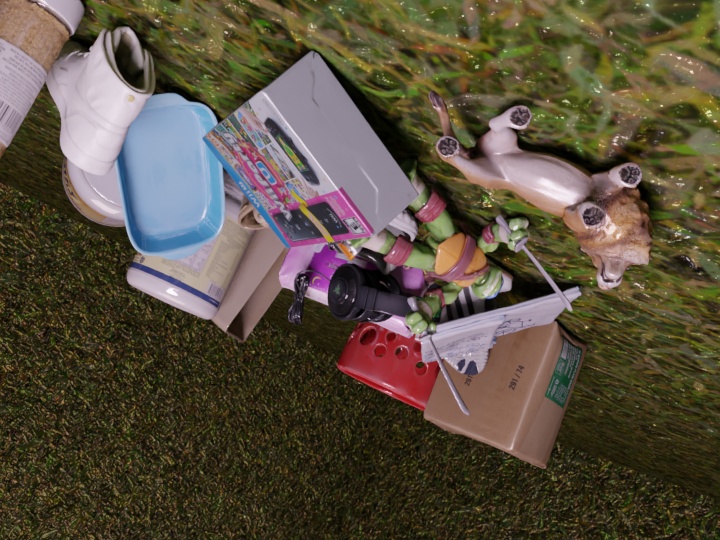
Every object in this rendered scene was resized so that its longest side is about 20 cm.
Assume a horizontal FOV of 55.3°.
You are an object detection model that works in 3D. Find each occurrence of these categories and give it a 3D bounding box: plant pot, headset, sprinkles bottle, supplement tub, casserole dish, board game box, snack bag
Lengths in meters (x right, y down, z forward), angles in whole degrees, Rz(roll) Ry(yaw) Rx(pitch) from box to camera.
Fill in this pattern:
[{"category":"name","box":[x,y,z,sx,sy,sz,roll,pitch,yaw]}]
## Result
[{"category":"plant pot","box":[0.080,0.128,1.190,0.198,0.185,0.201,22,169,4]},{"category":"headset","box":[0.001,0.043,0.833,0.198,0.095,0.123,14,-179,27]},{"category":"sprinkles bottle","box":[-0.324,-0.171,0.615,0.067,0.202,0.068,22,169,5]},{"category":"supplement tub","box":[-0.310,-0.135,0.897,0.143,0.146,0.199,28,168,-23]},{"category":"supplement tub","box":[-0.243,-0.045,1.025,0.143,0.202,0.145,22,169,5]},{"category":"casserole dish","box":[-0.221,-0.109,0.791,0.120,0.202,0.039,-16,-143,-27]},{"category":"plant pot","box":[-0.228,-0.016,1.184,0.176,0.201,0.200,34,170,5]},{"category":"board game box","box":[-0.056,-0.098,0.634,0.148,0.064,0.199,52,160,-16]},{"category":"snack bag","box":[0.170,0.075,0.873,0.197,0.022,0.189,-16,163,1]}]

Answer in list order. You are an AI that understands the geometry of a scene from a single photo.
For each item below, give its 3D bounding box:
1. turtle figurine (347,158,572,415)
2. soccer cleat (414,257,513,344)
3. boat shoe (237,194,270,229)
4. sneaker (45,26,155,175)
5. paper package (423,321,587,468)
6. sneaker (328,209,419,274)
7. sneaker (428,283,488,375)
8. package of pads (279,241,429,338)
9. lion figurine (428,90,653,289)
[{"category":"turtle figurine","box":[0.093,-0.006,0.675,0.193,0.202,0.143,34,131,-26]},{"category":"soccer cleat","box":[0.132,0.052,0.904,0.084,0.069,0.201,22,140,-1]},{"category":"boat shoe","box":[-0.108,-0.084,0.912,0.072,0.066,0.199,30,165,-31]},{"category":"sneaker","box":[-0.253,-0.198,0.684,0.073,0.116,0.201,18,-148,-45]},{"category":"paper package","box":[0.221,0.171,1.055,0.103,0.202,0.189,32,166,-39]},{"category":"sneaker","box":[-0.027,-0.064,0.790,0.198,0.080,0.074,27,161,-13]},{"category":"sneaker","box":[0.113,0.070,1.057,0.199,0.080,0.130,44,176,-6]},{"category":"package of pads","box":[0.000,0.000,0.934,0.198,0.122,0.076,21,169,13]},{"category":"lion figurine","box":[0.138,-0.066,0.520,0.199,0.073,0.122,37,-176,10]}]
